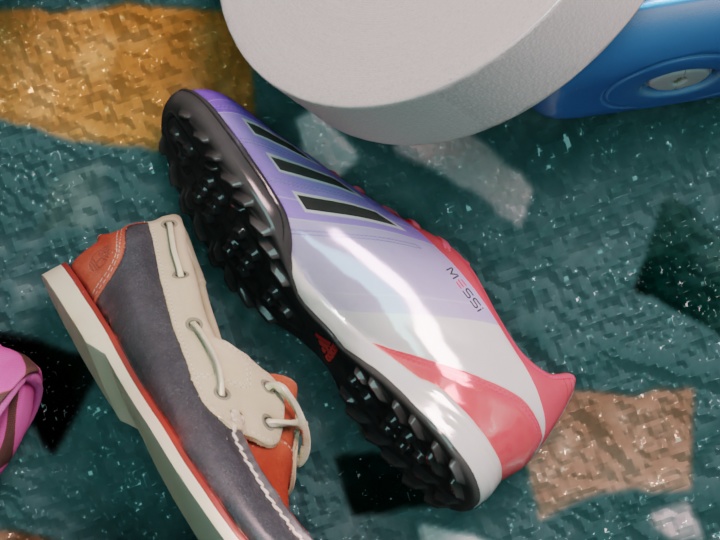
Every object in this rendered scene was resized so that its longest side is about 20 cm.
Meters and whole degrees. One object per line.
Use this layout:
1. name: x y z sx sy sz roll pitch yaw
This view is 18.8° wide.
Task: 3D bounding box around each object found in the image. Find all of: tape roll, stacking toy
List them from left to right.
1. tape roll: 0.033 -0.145 0.802 0.202 0.037 0.205 -19 58 32
2. stacking toy: 0.105 -0.167 0.841 0.109 0.116 0.202 -9 77 -1

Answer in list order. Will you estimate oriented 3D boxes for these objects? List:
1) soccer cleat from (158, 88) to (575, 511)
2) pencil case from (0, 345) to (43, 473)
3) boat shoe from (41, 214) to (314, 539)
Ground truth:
1. soccer cleat: 0.000 0.000 0.861 0.073 0.068 0.200 -38 83 -25
2. pencil case: -0.226 0.026 0.849 0.199 0.091 0.094 35 91 3
3. boat shoe: -0.054 0.053 0.815 0.062 0.072 0.200 -27 48 -13
